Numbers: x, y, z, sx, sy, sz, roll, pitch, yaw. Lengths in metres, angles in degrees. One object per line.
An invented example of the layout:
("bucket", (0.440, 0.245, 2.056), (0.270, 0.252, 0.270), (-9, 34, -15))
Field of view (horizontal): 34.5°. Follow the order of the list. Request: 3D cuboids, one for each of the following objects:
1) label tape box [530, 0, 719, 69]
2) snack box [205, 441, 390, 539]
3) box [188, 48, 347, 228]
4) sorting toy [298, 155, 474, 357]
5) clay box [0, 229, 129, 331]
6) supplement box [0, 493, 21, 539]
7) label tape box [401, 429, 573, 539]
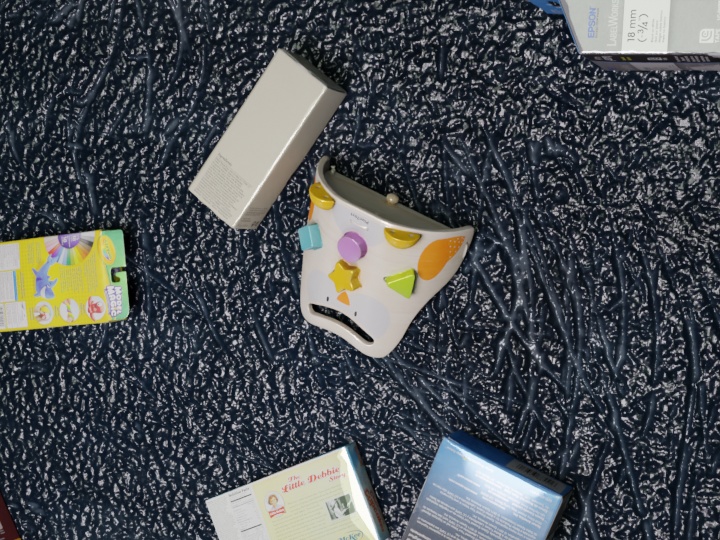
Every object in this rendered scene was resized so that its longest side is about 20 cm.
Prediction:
("label tape box", (0.265, -0.236, 1.148), (0.198, 0.144, 0.064), (5, 95, 22))
("snack box", (-0.075, 0.290, 1.357), (0.199, 0.037, 0.117), (-24, 83, 20))
("box", (-0.108, -0.150, 1.346), (0.082, 0.068, 0.201), (41, 104, 15))
("sorting toy", (0.000, 0.000, 1.306), (0.199, 0.107, 0.182), (27, 119, 19))
("clay box", (-0.371, 0.013, 1.464), (0.198, 0.048, 0.116), (-5, 89, 20))
("supplement box", (-0.570, 0.314, 1.468), (0.132, 0.197, 0.201), (-31, 79, 19))
("label tape box", (0.124, 0.297, 1.264), (0.143, 0.063, 0.202), (25, 100, 19))
